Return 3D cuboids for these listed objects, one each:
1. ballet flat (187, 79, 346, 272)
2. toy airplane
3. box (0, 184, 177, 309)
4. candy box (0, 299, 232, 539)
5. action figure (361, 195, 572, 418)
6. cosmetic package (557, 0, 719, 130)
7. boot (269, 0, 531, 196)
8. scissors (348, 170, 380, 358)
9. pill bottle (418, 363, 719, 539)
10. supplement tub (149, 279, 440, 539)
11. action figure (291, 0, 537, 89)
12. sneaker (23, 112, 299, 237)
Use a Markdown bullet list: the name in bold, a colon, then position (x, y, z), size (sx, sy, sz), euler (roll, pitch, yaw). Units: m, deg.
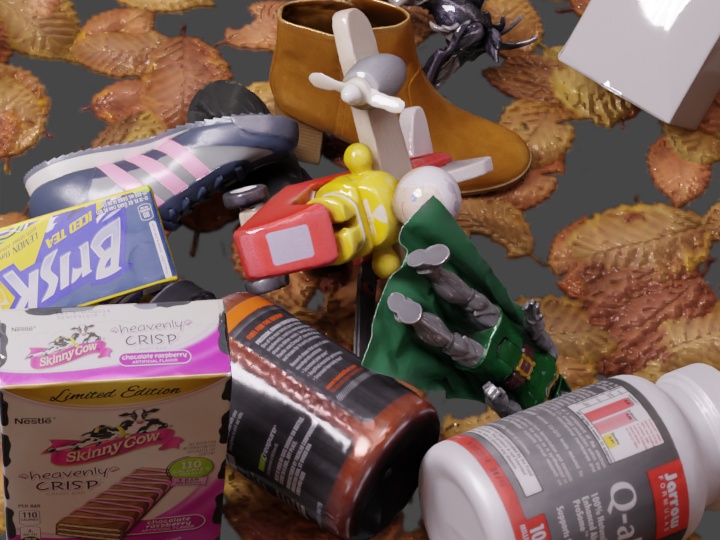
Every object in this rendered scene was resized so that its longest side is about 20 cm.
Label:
- **ballet flat**: position (-0.072, -0.067, 1.599), size (0.066, 0.057, 0.200), euler (-35, 52, 1)
- **toy airplane**: position (0.023, -0.046, 1.475), size (0.141, 0.200, 0.200), euler (-3, 59, 50)
- **box**: position (-0.225, 0.006, 1.463), size (0.199, 0.064, 0.070), euler (-17, 86, -9)
- **candy box**: position (-0.150, 0.105, 1.333), size (0.136, 0.200, 0.061), euler (-3, 49, -9)
- **action figure**: position (0.086, 0.050, 1.431), size (0.055, 0.200, 0.119), euler (16, 75, 42)
- **cosmetic package**: position (0.249, -0.218, 1.652), size (0.107, 0.201, 0.085), euler (35, 15, 20)
- **boot**: position (0.033, -0.129, 1.590), size (0.200, 0.144, 0.071), euler (7, 50, -1)
- **scissors**: position (0.000, 0.000, 1.541), size (0.073, 0.014, 0.201), euler (41, 48, -25)
- **pill bottle**: position (0.147, 0.134, 1.397), size (0.199, 0.116, 0.116), euler (-19, 54, -21)
- **supplement tub**: position (-0.054, 0.083, 1.422), size (0.200, 0.107, 0.107), euler (32, 54, 21)
- **action figure**: position (0.031, -0.187, 1.673), size (0.199, 0.102, 0.119), euler (17, 35, -28)
- **sneaker**: position (-0.133, -0.052, 1.543), size (0.199, 0.070, 0.082), euler (-15, 73, 7)
